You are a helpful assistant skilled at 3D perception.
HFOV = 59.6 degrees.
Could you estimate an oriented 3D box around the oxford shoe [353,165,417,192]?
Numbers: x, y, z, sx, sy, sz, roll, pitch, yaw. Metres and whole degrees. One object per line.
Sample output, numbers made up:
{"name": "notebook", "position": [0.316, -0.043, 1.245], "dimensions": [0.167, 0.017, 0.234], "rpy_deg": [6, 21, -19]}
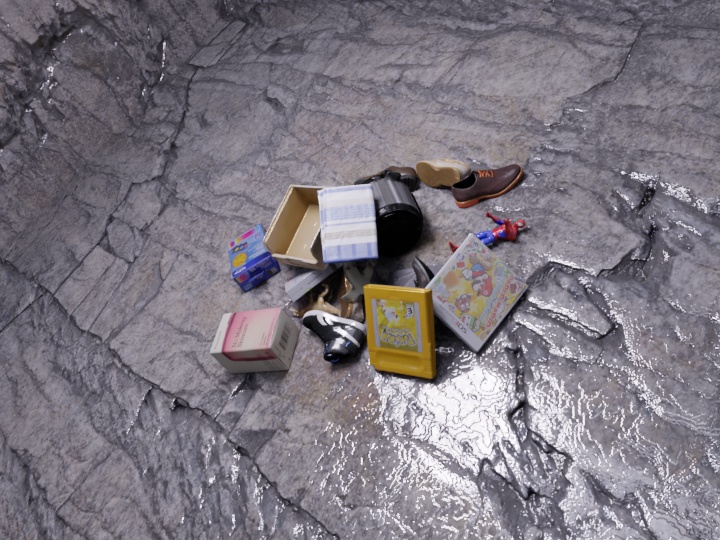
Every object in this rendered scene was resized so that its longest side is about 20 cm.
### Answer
{"name": "oxford shoe", "position": [0.076, -0.268, 1.880], "dimensions": [0.195, 0.074, 0.086], "rpy_deg": [-4, 48, 14]}

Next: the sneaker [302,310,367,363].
{"name": "sneaker", "position": [-0.087, 0.172, 1.595], "dimensions": [0.196, 0.074, 0.113], "rpy_deg": [7, 56, 35]}

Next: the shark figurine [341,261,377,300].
{"name": "shark figurine", "position": [-0.018, -0.012, 1.625], "dimensions": [0.126, 0.219, 0.089], "rpy_deg": [-22, 11, -9]}

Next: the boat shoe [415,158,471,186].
{"name": "boat shoe", "position": [0.237, -0.281, 1.792], "dimensions": [0.068, 0.075, 0.199], "rpy_deg": [-25, 27, -26]}

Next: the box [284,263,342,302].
{"name": "box", "position": [-0.120, 0.001, 1.735], "dimensions": [0.198, 0.042, 0.156], "rpy_deg": [-37, 11, -2]}

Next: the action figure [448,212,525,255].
{"name": "action figure", "position": [0.311, -0.098, 1.564], "dimensions": [0.196, 0.100, 0.066], "rpy_deg": [-20, 46, 13]}

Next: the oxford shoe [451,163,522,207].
{"name": "oxford shoe", "position": [0.338, -0.239, 1.681], "dimensions": [0.196, 0.073, 0.072], "rpy_deg": [-26, 43, 10]}

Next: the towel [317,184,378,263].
{"name": "towel", "position": [-0.031, -0.117, 1.573], "dimensions": [0.143, 0.024, 0.205], "rpy_deg": [-6, 72, 3]}

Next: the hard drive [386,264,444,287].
{"name": "hard drive", "position": [0.154, 0.053, 1.567], "dimensions": [0.195, 0.043, 0.137], "rpy_deg": [-7, 50, 27]}

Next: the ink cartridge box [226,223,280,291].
{"name": "ink cartridge box", "position": [-0.326, -0.030, 1.922], "dimensions": [0.134, 0.077, 0.202], "rpy_deg": [-30, 45, 6]}

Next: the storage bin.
{"name": "storage bin", "position": [-0.141, -0.117, 1.692], "dimensions": [0.197, 0.094, 0.202], "rpy_deg": [9, 67, 42]}

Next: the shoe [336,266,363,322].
{"name": "shoe", "position": [-0.026, 0.060, 1.676], "dimensions": [0.203, 0.052, 0.071], "rpy_deg": [-97, 27, -46]}

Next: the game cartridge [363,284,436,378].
{"name": "game cartridge", "position": [0.089, 0.138, 1.442], "dimensions": [0.173, 0.206, 0.032], "rpy_deg": [3, 13, 35]}

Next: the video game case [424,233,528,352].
{"name": "video game case", "position": [0.258, 0.049, 1.436], "dimensions": [0.182, 0.023, 0.201], "rpy_deg": [42, 76, 2]}

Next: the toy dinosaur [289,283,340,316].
{"name": "toy dinosaur", "position": [-0.102, 0.093, 1.700], "dimensions": [0.197, 0.058, 0.104], "rpy_deg": [-2, 66, 41]}

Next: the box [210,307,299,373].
{"name": "box", "position": [-0.280, 0.188, 1.677], "dimensions": [0.195, 0.110, 0.130], "rpy_deg": [-8, 50, 26]}

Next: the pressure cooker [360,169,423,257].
{"name": "pressure cooker", "position": [0.068, -0.162, 1.710], "dimensions": [0.173, 0.179, 0.202], "rpy_deg": [-30, 44, 9]}

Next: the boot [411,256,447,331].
{"name": "boot", "position": [0.111, 0.089, 1.491], "dimensions": [0.172, 0.069, 0.204], "rpy_deg": [-28, 71, 19]}

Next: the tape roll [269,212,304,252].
{"name": "tape roll", "position": [-0.171, -0.123, 1.843], "dimensions": [0.198, 0.071, 0.207], "rpy_deg": [-17, 52, 23]}
